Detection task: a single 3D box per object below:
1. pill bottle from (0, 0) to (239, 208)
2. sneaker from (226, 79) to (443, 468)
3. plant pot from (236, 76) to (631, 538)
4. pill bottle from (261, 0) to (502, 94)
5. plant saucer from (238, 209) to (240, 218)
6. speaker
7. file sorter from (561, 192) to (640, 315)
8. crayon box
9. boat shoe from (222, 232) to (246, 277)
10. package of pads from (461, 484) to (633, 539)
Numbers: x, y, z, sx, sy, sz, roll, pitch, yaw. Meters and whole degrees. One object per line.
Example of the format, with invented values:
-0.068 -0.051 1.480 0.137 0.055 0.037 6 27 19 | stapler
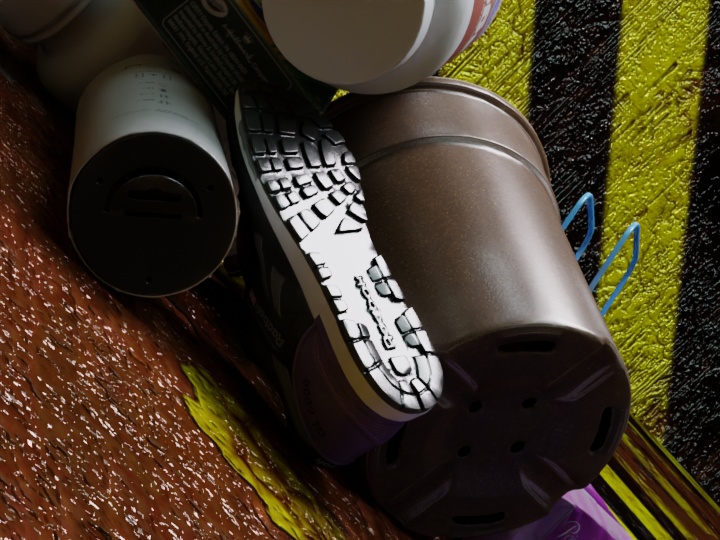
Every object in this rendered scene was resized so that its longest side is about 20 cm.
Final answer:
-0.132 -0.133 1.032 0.200 0.114 0.115 42 7 -34 | pill bottle
-0.039 0.002 0.849 0.075 0.087 0.201 5 55 -46 | sneaker
0.046 0.029 0.953 0.200 0.200 0.199 41 16 -39 | plant pot
0.013 -0.157 0.920 0.112 0.112 0.200 46 20 -1 | pill bottle
-0.037 0.004 1.188 0.200 0.034 0.200 47 7 -7 | plant saucer
-0.107 -0.054 0.862 0.081 0.081 0.200 44 6 -18 | speaker
0.121 -0.024 1.408 0.199 0.123 0.139 34 -8 16 | file sorter
-0.059 -0.154 0.989 0.126 0.051 0.200 52 19 -11 | crayon box
0.000 0.000 1.084 0.199 0.066 0.072 -1 -4 -40 | boat shoe
0.095 0.134 1.060 0.120 0.076 0.200 41 8 -33 | package of pads
